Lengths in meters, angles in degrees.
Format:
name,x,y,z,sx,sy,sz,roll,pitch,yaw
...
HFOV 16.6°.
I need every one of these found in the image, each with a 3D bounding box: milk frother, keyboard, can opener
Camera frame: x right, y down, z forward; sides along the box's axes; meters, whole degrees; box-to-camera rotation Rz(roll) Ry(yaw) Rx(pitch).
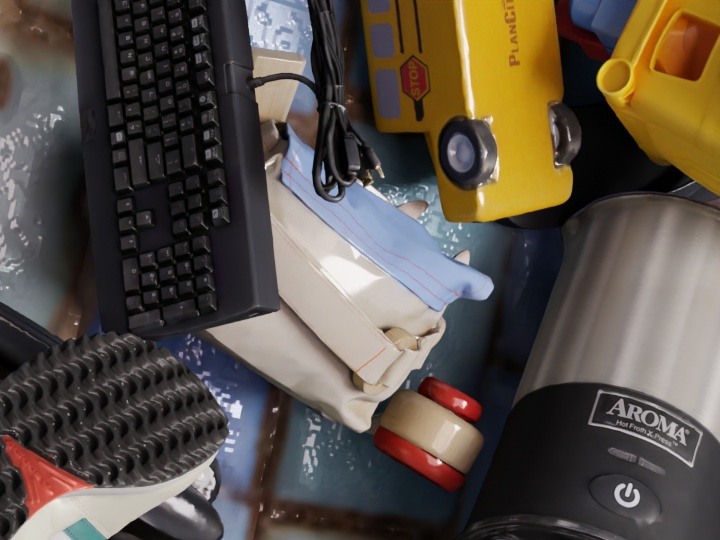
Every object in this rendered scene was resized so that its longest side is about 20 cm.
name,x,y,z,sx,sy,sz,roll,pitch,yaw
milk frother,0.127,0.104,1.156,0.180,0.200,0.189,33,55,-13
keyboard,-0.058,-0.074,0.999,0.021,0.127,0.201,40,39,-64
can opener,-0.138,0.048,1.024,0.200,0.079,0.064,38,62,-14

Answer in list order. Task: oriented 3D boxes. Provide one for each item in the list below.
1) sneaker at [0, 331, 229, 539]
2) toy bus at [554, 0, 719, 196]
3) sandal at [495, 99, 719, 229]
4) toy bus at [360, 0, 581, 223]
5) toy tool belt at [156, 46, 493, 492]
name,x,y,z,sx,sy,sz,roll,pitch,yaw
sneaker,-0.138,0.090,0.940,0.070,0.093,0.200,52,40,9
toy bus,0.187,-0.126,1.102,0.201,0.192,0.136,-61,153,-4
sandal,0.147,-0.061,1.198,0.200,0.043,0.076,-21,104,-28
toy bus,0.043,-0.125,1.107,0.065,0.078,0.201,-14,101,-40
toy tool belt,0.000,0.000,1.069,0.200,0.125,0.123,34,84,-29
